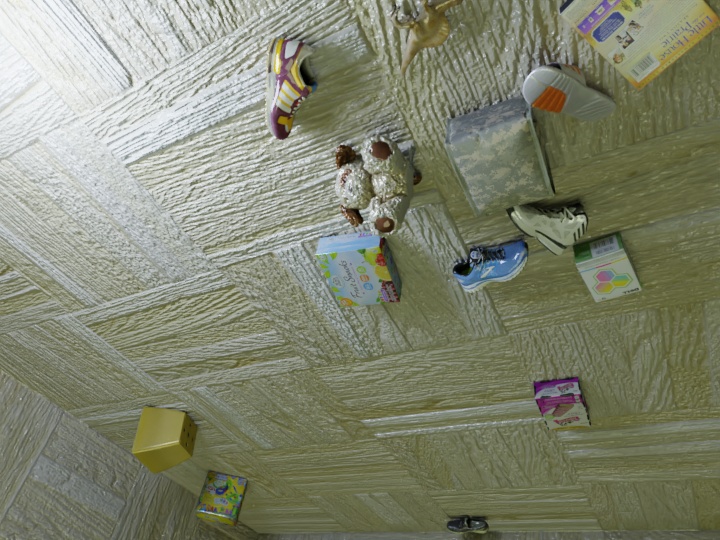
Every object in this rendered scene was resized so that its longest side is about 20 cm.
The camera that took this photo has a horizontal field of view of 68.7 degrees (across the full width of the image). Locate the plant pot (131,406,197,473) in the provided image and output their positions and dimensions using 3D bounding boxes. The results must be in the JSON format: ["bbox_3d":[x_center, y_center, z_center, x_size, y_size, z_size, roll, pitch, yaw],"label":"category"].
[{"bbox_3d":[-0.780,0.681,2.143,0.174,0.202,0.201,-8,135,5],"label":"plant pot"}]

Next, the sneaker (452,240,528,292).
[{"bbox_3d":[0.299,-0.016,1.227,0.089,0.079,0.199,36,133,-28],"label":"sneaker"}]

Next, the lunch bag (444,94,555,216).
[{"bbox_3d":[0.269,-0.206,1.004,0.162,0.118,0.201,-13,127,24],"label":"lunch bag"}]

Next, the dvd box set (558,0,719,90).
[{"bbox_3d":[0.434,-0.399,0.822,0.199,0.030,0.146,31,134,-18],"label":"dvd box set"}]

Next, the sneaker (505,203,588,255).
[{"bbox_3d":[0.400,-0.120,1.111,0.199,0.076,0.115,27,127,-28],"label":"sneaker"}]

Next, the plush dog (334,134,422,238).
[{"bbox_3d":[0.023,-0.181,1.097,0.170,0.160,0.203,5,111,28],"label":"plush dog"}]

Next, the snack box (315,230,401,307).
[{"bbox_3d":[0.000,0.000,1.320,0.166,0.068,0.201,-6,134,18],"label":"snack box"}]

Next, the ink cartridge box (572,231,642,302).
[{"bbox_3d":[0.573,0.012,1.207,0.103,0.060,0.200,-20,129,30],"label":"ink cartridge box"}]

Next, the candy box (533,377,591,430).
[{"bbox_3d":[0.624,0.416,1.625,0.135,0.062,0.201,-14,132,24],"label":"candy box"}]

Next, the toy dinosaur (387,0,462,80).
[{"bbox_3d":[0.096,-0.403,0.877,0.100,0.059,0.200,27,135,-18],"label":"toy dinosaur"}]

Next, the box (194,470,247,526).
[{"bbox_3d":[-0.674,1.110,2.563,0.197,0.194,0.123,13,138,-1],"label":"box"}]

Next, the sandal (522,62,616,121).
[{"bbox_3d":[0.359,-0.316,0.917,0.204,0.060,0.079,10,154,-30],"label":"sandal"}]

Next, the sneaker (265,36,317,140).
[{"bbox_3d":[-0.127,-0.329,0.993,0.089,0.076,0.201,14,139,6],"label":"sneaker"}]

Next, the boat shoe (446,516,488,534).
[{"bbox_3d":[0.501,1.193,2.480,0.198,0.072,0.067,-6,125,18],"label":"boat shoe"}]
